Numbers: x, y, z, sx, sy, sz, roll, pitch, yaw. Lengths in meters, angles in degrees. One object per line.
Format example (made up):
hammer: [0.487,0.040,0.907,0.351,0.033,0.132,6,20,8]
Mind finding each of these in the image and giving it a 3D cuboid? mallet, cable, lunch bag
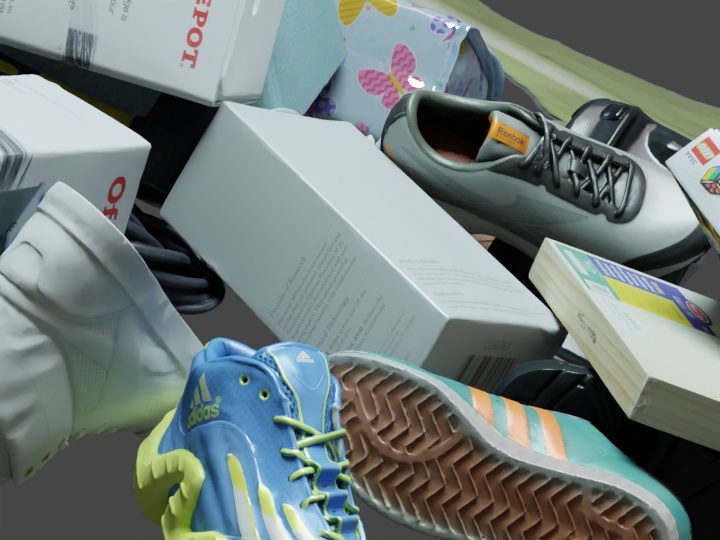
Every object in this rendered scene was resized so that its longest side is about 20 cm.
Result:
mallet: [-0.170,-0.109,1.507,0.199,0.066,0.041,31,-17,8]
cable: [-0.152,-0.043,1.437,0.199,0.051,0.163,36,-10,19]
lunch bag: [0.000,-0.126,1.802,0.169,0.128,0.200,22,-8,16]

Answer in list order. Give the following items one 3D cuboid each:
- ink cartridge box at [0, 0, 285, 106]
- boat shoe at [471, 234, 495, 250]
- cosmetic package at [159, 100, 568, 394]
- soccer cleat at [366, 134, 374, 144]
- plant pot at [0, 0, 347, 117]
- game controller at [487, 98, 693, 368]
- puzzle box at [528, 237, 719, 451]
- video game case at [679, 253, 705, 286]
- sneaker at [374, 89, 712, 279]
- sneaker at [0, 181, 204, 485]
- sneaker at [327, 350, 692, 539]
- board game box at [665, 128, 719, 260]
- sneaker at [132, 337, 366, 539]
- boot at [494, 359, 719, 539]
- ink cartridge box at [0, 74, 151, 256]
ink cartridge box: [-0.137,-0.185,1.462,0.199,0.147,0.084,18,9,14]
boat shoe: [0.054,0.008,1.571,0.199,0.072,0.068,12,49,-43]
cosmetic package: [0.000,0.000,1.418,0.112,0.081,0.200,8,28,-49]
soccer cleat: [-0.081,-0.079,1.659,0.199,0.086,0.069,23,18,19]
plant pot: [-0.132,-0.191,1.600,0.195,0.202,0.196,-5,18,13]
game controller: [0.132,-0.010,1.536,0.104,0.042,0.201,33,63,2]
puzzle box: [0.171,0.047,1.372,0.132,0.026,0.200,20,15,-17]
video game case: [0.118,-0.026,1.672,0.181,0.023,0.200,18,-6,3]
sneaker: [0.103,-0.048,1.482,0.199,0.080,0.074,14,60,4]
sneaker: [-0.130,0.054,1.209,0.074,0.116,0.200,34,-14,33]
sneaker: [0.066,0.095,1.295,0.199,0.072,0.080,27,14,13]
board game box: [0.226,0.014,1.417,0.127,0.035,0.200,57,4,26]
sneaker: [-0.036,0.092,1.129,0.075,0.106,0.200,5,20,-35]
boot: [0.159,0.082,1.411,0.197,0.074,0.163,23,19,-5]
ink cartridge box: [-0.200,-0.003,1.195,0.086,0.147,0.199,28,20,29]
